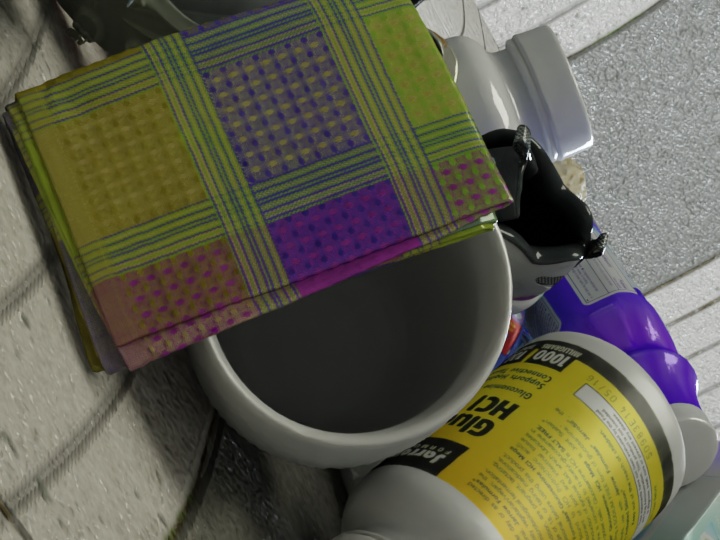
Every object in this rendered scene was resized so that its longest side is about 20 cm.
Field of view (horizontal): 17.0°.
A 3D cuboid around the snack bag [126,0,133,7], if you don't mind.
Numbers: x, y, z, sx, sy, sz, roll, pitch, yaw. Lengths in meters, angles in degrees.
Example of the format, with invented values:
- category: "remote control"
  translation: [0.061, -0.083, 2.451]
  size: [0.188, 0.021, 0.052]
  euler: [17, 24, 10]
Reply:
- category: "snack bag"
  translation: [-0.161, -0.215, 1.097]
  size: [0.201, 0.021, 0.189]
  euler: [65, 9, -2]

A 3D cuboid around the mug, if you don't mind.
- category: "mug"
  translation: [-0.027, 0.001, 1.169]
  size: [0.200, 0.147, 0.175]
  euler: [59, -12, 5]

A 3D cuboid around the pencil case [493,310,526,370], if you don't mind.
- category: "pencil case"
  translation: [0.000, 0.000, 1.336]
  size: [0.200, 0.087, 0.078]
  euler: [36, -12, -13]

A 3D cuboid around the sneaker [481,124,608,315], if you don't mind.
- category: "sneaker"
  translation: [0.038, -0.051, 1.242]
  size: [0.199, 0.140, 0.078]
  euler: [24, 65, -20]

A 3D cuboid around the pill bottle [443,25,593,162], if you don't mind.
- category: "pill bottle"
  translation: [0.038, -0.079, 1.499]
  size: [0.112, 0.199, 0.112]
  euler: [159, -90, -89]

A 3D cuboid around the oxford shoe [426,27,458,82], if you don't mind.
- category: "oxford shoe"
  translation: [-0.007, -0.067, 1.404]
  size: [0.075, 0.200, 0.058]
  euler: [26, -19, 18]

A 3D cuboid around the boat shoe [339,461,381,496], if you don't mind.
- category: "boat shoe"
  translation: [0.034, 0.138, 1.354]
  size: [0.067, 0.073, 0.201]
  euler: [21, 45, -79]

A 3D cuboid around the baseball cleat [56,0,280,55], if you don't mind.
- category: "baseball cleat"
  translation: [-0.067, -0.135, 1.248]
  size: [0.106, 0.200, 0.070]
  euler: [-46, 159, -41]

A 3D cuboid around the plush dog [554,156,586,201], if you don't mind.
- category: "plush dog"
  translation: [0.082, -0.035, 1.729]
  size: [0.161, 0.171, 0.200]
  euler: [59, 11, -30]

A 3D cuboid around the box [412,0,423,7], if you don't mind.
- category: "box"
  translation: [-0.044, -0.229, 1.398]
  size: [0.200, 0.196, 0.124]
  euler: [47, 14, -17]

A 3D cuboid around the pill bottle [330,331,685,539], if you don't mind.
- category: "pill bottle"
  translation: [0.064, 0.124, 1.200]
  size: [0.200, 0.112, 0.113]
  euler: [-37, 104, -37]

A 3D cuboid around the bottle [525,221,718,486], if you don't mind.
- category: "bottle"
  translation: [0.139, 0.044, 1.345]
  size: [0.200, 0.065, 0.084]
  euler: [-119, -174, -54]

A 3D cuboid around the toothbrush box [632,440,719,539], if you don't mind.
- category: "toothbrush box"
  translation: [0.127, 0.179, 1.290]
  size: [0.200, 0.146, 0.086]
  euler: [-45, 117, -46]

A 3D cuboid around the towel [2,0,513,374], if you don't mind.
- category: "towel"
  translation: [-0.049, -0.048, 1.073]
  size: [0.023, 0.199, 0.144]
  euler: [93, -26, -67]

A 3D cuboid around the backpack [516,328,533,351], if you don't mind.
- category: "backpack"
  translation: [0.083, 0.106, 1.497]
  size: [0.178, 0.150, 0.200]
  euler: [57, 6, -9]
